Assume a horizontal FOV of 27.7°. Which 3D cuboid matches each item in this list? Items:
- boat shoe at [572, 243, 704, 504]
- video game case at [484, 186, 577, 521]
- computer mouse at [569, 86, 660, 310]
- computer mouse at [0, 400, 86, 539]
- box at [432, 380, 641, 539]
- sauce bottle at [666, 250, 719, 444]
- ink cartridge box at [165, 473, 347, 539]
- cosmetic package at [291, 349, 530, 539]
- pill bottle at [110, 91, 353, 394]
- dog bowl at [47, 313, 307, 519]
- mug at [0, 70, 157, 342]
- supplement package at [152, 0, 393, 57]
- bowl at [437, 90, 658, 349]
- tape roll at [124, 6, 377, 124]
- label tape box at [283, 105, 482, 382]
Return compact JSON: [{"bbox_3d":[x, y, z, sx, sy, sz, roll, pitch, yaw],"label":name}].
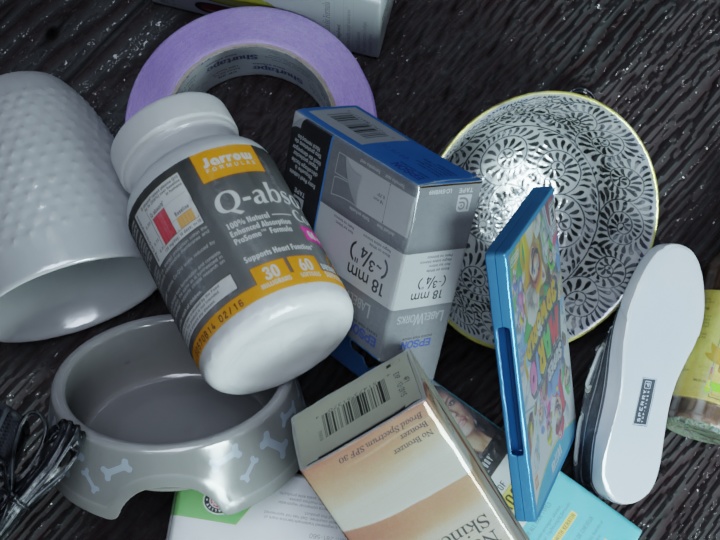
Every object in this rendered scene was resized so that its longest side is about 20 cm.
[{"bbox_3d":[0.207,0.075,1.119,0.071,0.068,0.201,11,91,-27],"label":"boat shoe"},{"bbox_3d":[0.125,0.057,1.042,0.018,0.143,0.201,-1,111,21],"label":"video game case"},{"bbox_3d":[0.202,-0.057,1.178,0.058,0.034,0.201,-16,77,-4],"label":"computer mouse"},{"bbox_3d":[-0.290,0.128,1.023,0.200,0.053,0.139,30,68,32],"label":"computer mouse"},{"bbox_3d":[0.108,0.173,1.113,0.200,0.049,0.082,35,78,7],"label":"box"},{"bbox_3d":[0.290,0.034,1.142,0.064,0.065,0.201,17,78,3],"label":"sauce bottle"},{"bbox_3d":[-0.076,0.249,1.074,0.145,0.084,0.201,9,77,2],"label":"ink cartridge box"},{"bbox_3d":[0.046,0.170,1.007,0.103,0.087,0.200,-32,111,5],"label":"cosmetic package"},{"bbox_3d":[-0.096,-0.022,1.031,0.116,0.116,0.200,-27,65,-7],"label":"pill bottle"},{"bbox_3d":[-0.135,0.100,1.066,0.199,0.200,0.059,-2,120,-1],"label":"dog bowl"},{"bbox_3d":[-0.269,-0.046,1.113,0.199,0.148,0.176,-21,72,0],"label":"mug"},{"bbox_3d":[-0.067,-0.264,1.182,0.199,0.114,0.110,14,76,4],"label":"supplement package"},{"bbox_3d":[0.120,-0.047,1.127,0.200,0.094,0.202,-6,108,-17],"label":"bowl"},{"bbox_3d":[-0.086,-0.106,1.169,0.199,0.066,0.201,0,77,-2],"label":"tape roll"},{"bbox_3d":[0.000,0.000,1.059,0.063,0.201,0.144,-9,31,-39],"label":"label tape box"}]
